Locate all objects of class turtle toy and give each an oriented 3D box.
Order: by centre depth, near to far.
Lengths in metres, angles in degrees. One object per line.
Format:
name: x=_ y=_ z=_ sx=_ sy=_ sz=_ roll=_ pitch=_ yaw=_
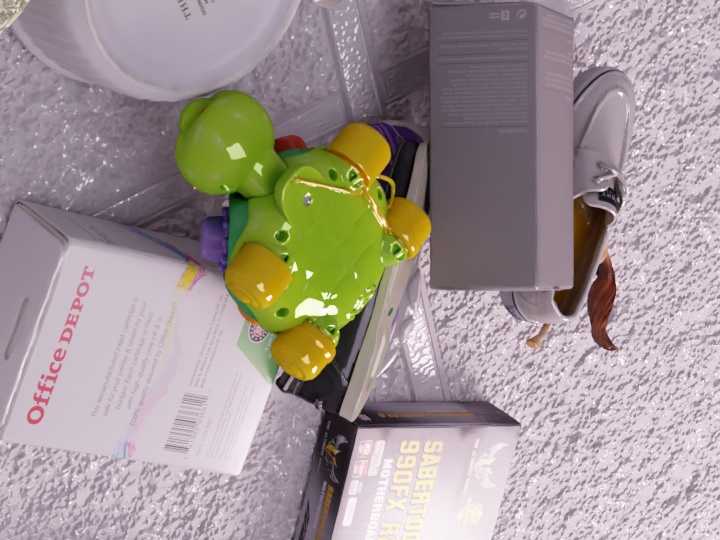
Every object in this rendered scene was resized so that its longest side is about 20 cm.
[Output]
turtle toy: x=-0.050 y=-0.035 z=1.530 sx=0.146 sy=0.101 sz=0.200 roll=-50 pitch=136 yaw=-20

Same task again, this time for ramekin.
ramekin: x=-0.127 y=-0.201 z=1.488 sx=0.200 sy=0.105 sz=0.200 roll=-15 pitch=118 yaw=-29

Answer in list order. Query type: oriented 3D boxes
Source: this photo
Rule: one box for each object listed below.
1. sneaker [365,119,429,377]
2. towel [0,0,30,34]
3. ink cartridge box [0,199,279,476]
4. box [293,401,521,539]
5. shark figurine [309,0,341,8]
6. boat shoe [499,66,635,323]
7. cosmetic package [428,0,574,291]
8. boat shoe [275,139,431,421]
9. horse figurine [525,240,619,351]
sneaker: x=-0.001 y=-0.012 z=1.698 sx=0.083 sy=0.081 sz=0.200 roll=11 pitch=95 yaw=-23
towel: x=-0.242 y=-0.209 z=1.389 sx=0.200 sy=0.148 sz=0.036 roll=-46 pitch=167 yaw=-3
ink cartridge box: x=-0.157 y=0.048 z=1.596 sx=0.200 sy=0.087 sz=0.146 roll=12 pitch=103 yaw=-40
box: x=0.027 y=0.200 z=1.820 sx=0.158 sy=0.048 sz=0.200 roll=3 pitch=110 yaw=-35
shark figurine: x=0.020 y=-0.271 z=1.559 sx=0.128 sy=0.089 sz=0.215 roll=9 pitch=89 yaw=-74
boat shoe: x=0.166 y=-0.054 z=1.724 sx=0.071 sy=0.070 sz=0.200 roll=29 pitch=79 yaw=-33
cosmetic package: x=0.100 y=-0.083 z=1.649 sx=0.107 sy=0.090 sz=0.200 roll=7 pitch=86 yaw=-71
boat shoe: x=0.000 y=0.000 z=1.630 sx=0.072 sy=0.068 sz=0.200 roll=21 pitch=89 yaw=-78
horse figurine: x=0.142 y=-0.028 z=1.783 sx=0.200 sy=0.050 sz=0.133 roll=49 pitch=63 yaw=-31
